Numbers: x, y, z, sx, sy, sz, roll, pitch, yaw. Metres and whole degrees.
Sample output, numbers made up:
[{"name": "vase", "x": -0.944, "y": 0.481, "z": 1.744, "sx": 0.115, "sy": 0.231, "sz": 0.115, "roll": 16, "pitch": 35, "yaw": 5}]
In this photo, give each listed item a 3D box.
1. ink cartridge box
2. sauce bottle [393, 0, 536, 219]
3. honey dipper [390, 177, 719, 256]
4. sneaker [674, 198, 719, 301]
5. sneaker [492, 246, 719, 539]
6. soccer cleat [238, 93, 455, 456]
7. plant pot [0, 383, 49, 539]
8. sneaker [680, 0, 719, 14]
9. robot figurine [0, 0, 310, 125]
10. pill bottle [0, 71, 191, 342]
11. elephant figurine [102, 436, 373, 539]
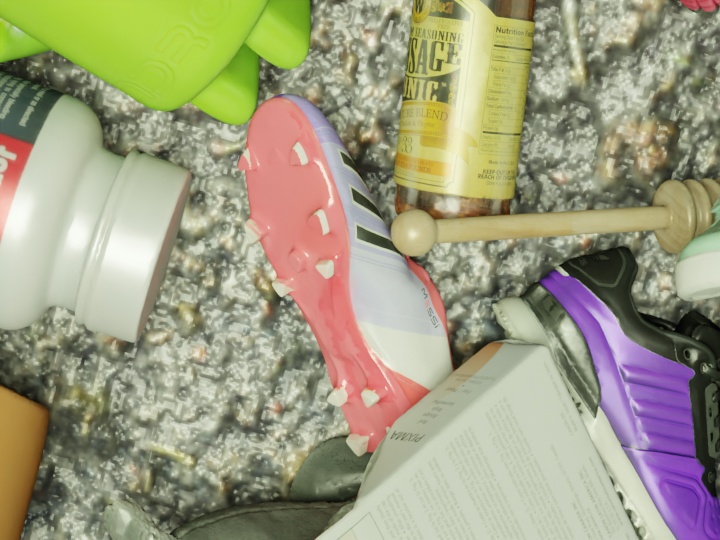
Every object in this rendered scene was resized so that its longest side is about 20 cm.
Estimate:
[{"name": "ink cartridge box", "x": 0.044, "y": 0.154, "z": 0.781, "sx": 0.199, "sy": 0.050, "sz": 0.163, "roll": -35, "pitch": 108, "yaw": -25}, {"name": "sauce bottle", "x": 0.055, "y": -0.123, "z": 0.824, "sx": 0.065, "sy": 0.066, "sz": 0.202, "roll": 5, "pitch": 97, "yaw": -1}, {"name": "honey dipper", "x": 0.107, "y": -0.025, "z": 0.816, "sx": 0.198, "sy": 0.038, "sz": 0.038, "roll": -3, "pitch": 100, "yaw": -22}, {"name": "sneaker", "x": 0.197, "y": -0.058, "z": 0.787, "sx": 0.073, "sy": 0.200, "sz": 0.119, "roll": -11, "pitch": 97, "yaw": 41}, {"name": "sneaker", "x": 0.160, "y": 0.075, "z": 0.851, "sx": 0.099, "sy": 0.070, "sz": 0.201, "roll": -34, "pitch": 99, "yaw": -1}, {"name": "soccer cleat", "x": 0.000, "y": 0.000, "z": 0.829, "sx": 0.066, "sy": 0.076, "sz": 0.202, "roll": -4, "pitch": 114, "yaw": 45}, {"name": "plant pot", "x": -0.241, "y": 0.101, "z": 0.802, "sx": 0.199, "sy": 0.200, "sz": 0.141, "roll": 28, "pitch": 82, "yaw": -4}, {"name": "sneaker", "x": 0.195, "y": -0.188, "z": 0.752, "sx": 0.074, "sy": 0.081, "sz": 0.200, "roll": 24, "pitch": 142, "yaw": -29}, {"name": "robot figurine", "x": -0.116, "y": -0.154, "z": 0.775, "sx": 0.199, "sy": 0.116, "sz": 0.175, "roll": 31, "pitch": 125, "yaw": -25}, {"name": "pill bottle", "x": -0.190, "y": -0.039, "z": 0.807, "sx": 0.198, "sy": 0.120, "sz": 0.121, "roll": 18, "pitch": 98, "yaw": -3}, {"name": "elephant figurine", "x": 0.002, "y": 0.153, "z": 0.848, "sx": 0.199, "sy": 0.156, "sz": 0.142, "roll": -32, "pitch": 55, "yaw": -6}]
